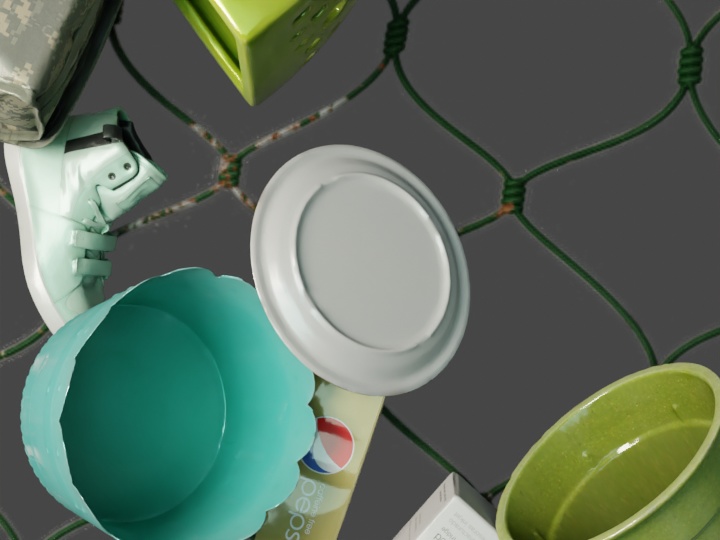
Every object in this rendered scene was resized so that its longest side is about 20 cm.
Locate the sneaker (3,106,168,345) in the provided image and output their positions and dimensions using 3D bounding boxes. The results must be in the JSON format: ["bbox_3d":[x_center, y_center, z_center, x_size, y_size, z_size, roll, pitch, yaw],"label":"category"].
[{"bbox_3d":[-0.207,-0.032,0.887,0.117,0.074,0.202,-15,89,11],"label":"sneaker"}]

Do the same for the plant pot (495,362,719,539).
[{"bbox_3d":[0.235,0.207,0.828,0.200,0.200,0.190,-38,101,4],"label":"plant pot"}]

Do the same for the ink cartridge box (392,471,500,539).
[{"bbox_3d":[0.063,0.289,0.880,0.144,0.084,0.200,41,95,2],"label":"ink cartridge box"}]

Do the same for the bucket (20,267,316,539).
[{"bbox_3d":[-0.147,0.106,0.824,0.206,0.134,0.209,4,82,-33],"label":"bucket"}]

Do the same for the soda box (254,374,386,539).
[{"bbox_3d":[-0.033,0.162,0.889,0.064,0.068,0.201,20,94,3],"label":"soda box"}]

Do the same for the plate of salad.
[{"bbox_3d":[0.000,0.000,0.855,0.199,0.048,0.202,12,66,-29],"label":"plate of salad"}]

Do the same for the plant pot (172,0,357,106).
[{"bbox_3d":[-0.067,-0.267,0.813,0.181,0.200,0.200,-36,89,-5],"label":"plant pot"}]

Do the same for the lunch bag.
[{"bbox_3d":[-0.248,-0.188,0.817,0.117,0.200,0.165,24,80,-10],"label":"lunch bag"}]
